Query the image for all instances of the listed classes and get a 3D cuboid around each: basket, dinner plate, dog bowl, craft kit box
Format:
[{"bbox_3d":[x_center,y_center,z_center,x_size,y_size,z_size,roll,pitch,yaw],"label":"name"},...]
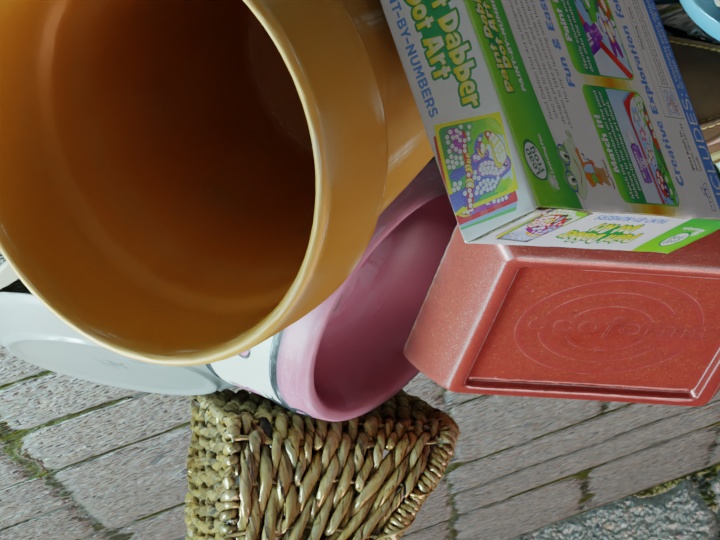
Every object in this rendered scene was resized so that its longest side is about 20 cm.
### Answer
[{"bbox_3d":[-0.026,0.150,1.845,0.149,0.143,0.200,2,-177,-11],"label":"basket"},{"bbox_3d":[-0.149,0.049,1.824,0.200,0.024,0.200,9,167,2],"label":"dinner plate"},{"bbox_3d":[0.000,0.000,1.733,0.200,0.074,0.200,-39,150,-28],"label":"dog bowl"},{"bbox_3d":[0.080,-0.107,1.359,0.048,0.200,0.197,-25,165,26],"label":"craft kit box"}]

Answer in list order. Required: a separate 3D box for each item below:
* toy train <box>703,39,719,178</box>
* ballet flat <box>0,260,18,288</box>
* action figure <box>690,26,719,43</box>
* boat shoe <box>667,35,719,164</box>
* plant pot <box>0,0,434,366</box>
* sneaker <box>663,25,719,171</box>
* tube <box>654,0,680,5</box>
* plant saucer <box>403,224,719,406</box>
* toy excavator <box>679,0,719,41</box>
[{"bbox_3d":[0.208,-0.063,1.771,0.056,0.200,0.042,-11,136,3],"label":"toy train"},{"bbox_3d":[-0.229,-0.008,1.599,0.200,0.063,0.069,-25,165,22],"label":"ballet flat"},{"bbox_3d":[0.208,-0.109,1.726,0.200,0.119,0.102,-29,147,8],"label":"action figure"},{"bbox_3d":[0.117,-0.093,1.555,0.200,0.072,0.068,3,158,30],"label":"boat shoe"},{"bbox_3d":[-0.049,-0.080,1.349,0.200,0.201,0.183,-31,179,38],"label":"plant pot"},{"bbox_3d":[0.154,-0.090,1.634,0.077,0.089,0.200,5,-168,-42],"label":"sneaker"},{"bbox_3d":[0.210,-0.169,1.641,0.199,0.051,0.077,-14,176,-13],"label":"tube"},{"bbox_3d":[0.140,0.022,1.680,0.199,0.037,0.200,4,149,-11],"label":"plant saucer"},{"bbox_3d":[0.253,-0.155,1.579,0.194,0.100,0.200,-16,158,-8],"label":"toy excavator"}]
